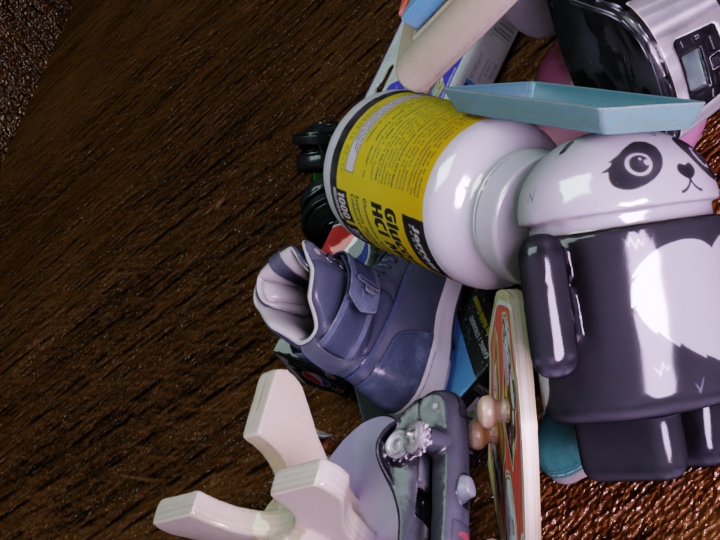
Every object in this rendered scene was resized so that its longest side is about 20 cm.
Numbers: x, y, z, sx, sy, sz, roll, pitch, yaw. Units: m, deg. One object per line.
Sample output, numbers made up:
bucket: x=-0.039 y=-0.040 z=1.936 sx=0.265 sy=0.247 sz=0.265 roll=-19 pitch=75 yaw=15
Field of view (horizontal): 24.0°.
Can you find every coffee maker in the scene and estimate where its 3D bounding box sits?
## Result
coffee maker: x=0.226 y=-0.171 z=1.075 sx=0.199 sy=0.136 sz=0.192 roll=-27 pitch=5 yaw=-9

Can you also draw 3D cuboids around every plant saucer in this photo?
plant saucer: x=0.122 y=-0.098 z=1.012 sx=0.200 sy=0.069 sz=0.019 roll=-160 pitch=66 yaw=-66

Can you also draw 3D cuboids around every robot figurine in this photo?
robot figurine: x=0.159 y=0.018 z=0.980 sx=0.150 sy=0.123 sz=0.202 roll=-4 pitch=-94 yaw=-82

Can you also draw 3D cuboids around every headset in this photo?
headset: x=-0.013 y=-0.085 z=1.573 sx=0.200 sy=0.093 sz=0.125 roll=98 pitch=165 yaw=-72

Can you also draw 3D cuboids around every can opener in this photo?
can opener: x=0.046 y=0.167 z=1.051 sx=0.063 sy=0.078 sz=0.202 roll=-28 pitch=44 yaw=36

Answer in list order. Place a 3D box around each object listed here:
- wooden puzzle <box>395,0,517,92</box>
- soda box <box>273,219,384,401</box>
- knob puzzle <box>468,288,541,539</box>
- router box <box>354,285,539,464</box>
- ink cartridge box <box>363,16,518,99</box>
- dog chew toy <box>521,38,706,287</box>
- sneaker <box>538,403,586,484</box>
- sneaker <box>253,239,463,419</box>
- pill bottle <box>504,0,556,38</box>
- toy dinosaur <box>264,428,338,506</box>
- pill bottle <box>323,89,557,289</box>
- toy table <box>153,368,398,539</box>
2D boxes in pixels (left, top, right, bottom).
wooden puzzle: x=0.081 y=-0.246 z=1.155 sx=0.185 sy=0.037 sz=0.201 roll=-42 pitch=33 yaw=44
soda box: x=0.003 y=0.004 z=1.447 sx=0.063 sy=0.071 sz=0.201 roll=16 pitch=70 yaw=27
knob puzzle: x=0.086 y=0.100 z=1.054 sx=0.220 sy=0.030 sz=0.222 roll=178 pitch=90 yaw=-89
router box: x=0.062 y=0.067 z=1.284 sx=0.149 sy=0.051 sz=0.200 roll=-51 pitch=24 yaw=17
ink cartridge box: x=0.067 y=-0.181 z=1.626 sx=0.199 sy=0.043 sz=0.199 roll=-8 pitch=53 yaw=61
dog chew toy: x=0.163 y=-0.074 z=1.184 sx=0.202 sy=0.124 sz=0.124 roll=-67 pitch=22 yaw=-3
sneaker: x=0.154 y=0.036 z=1.089 sx=0.201 sy=0.080 sz=0.071 roll=-61 pitch=24 yaw=-7
sneaker: x=0.001 y=0.000 z=1.238 sx=0.077 sy=0.145 sz=0.203 roll=-44 pitch=26 yaw=38
pill bottle: x=0.196 y=-0.250 z=1.235 sx=0.199 sy=0.115 sz=0.114 roll=-20 pitch=10 yaw=-22
toy dinosaur: x=-0.029 y=0.195 z=1.251 sx=0.136 sy=0.102 sz=0.200 roll=-44 pitch=13 yaw=7
pill bottle: x=0.067 y=-0.052 z=1.121 sx=0.113 sy=0.112 sz=0.200 roll=-59 pitch=32 yaw=-5
toy table: x=-0.042 y=0.170 z=1.129 sx=0.183 sy=0.117 sz=0.201 roll=-30 pitch=38 yaw=37
